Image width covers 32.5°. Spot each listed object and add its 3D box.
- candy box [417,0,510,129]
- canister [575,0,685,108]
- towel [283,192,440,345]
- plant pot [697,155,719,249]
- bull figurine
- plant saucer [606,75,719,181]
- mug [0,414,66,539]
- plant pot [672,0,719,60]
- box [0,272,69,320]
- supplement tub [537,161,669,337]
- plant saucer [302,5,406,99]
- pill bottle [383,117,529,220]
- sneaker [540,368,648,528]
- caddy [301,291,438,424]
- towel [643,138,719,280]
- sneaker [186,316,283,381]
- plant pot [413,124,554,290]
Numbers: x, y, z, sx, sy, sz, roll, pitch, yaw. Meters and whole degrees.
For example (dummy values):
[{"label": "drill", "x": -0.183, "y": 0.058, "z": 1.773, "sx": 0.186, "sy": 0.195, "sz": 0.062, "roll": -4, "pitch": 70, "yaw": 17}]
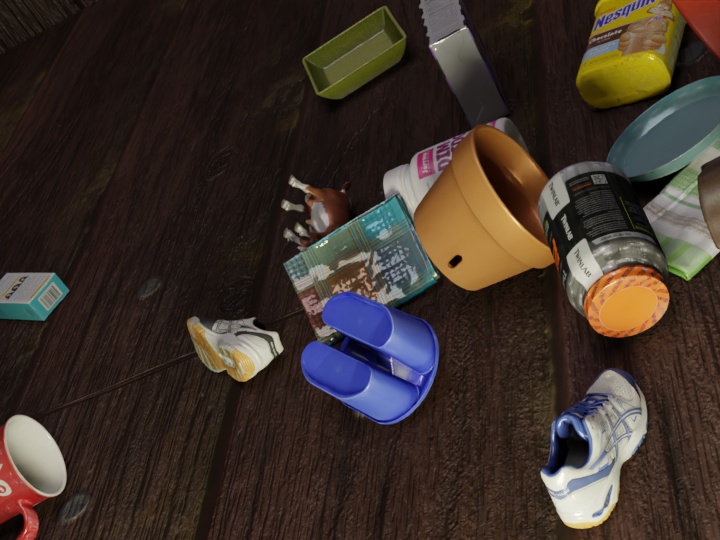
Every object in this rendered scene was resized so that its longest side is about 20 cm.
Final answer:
[{"label": "candy box", "x": 0.165, "y": -0.349, "z": 1.996, "sx": 0.071, "sy": 0.168, "sz": 0.201, "roll": -25, "pitch": 31, "yaw": 12}, {"label": "canister", "x": 0.406, "y": -0.339, "z": 1.828, "sx": 0.147, "sy": 0.087, "sz": 0.201, "roll": -11, "pitch": 40, "yaw": 35}, {"label": "towel", "x": 0.000, "y": 0.000, "z": 1.742, "sx": 0.199, "sy": 0.022, "sz": 0.148, "roll": -30, "pitch": 69, "yaw": 10}, {"label": "plant pot", "x": 0.480, "y": -0.081, "z": 1.310, "sx": 0.197, "sy": 0.200, "sz": 0.201, "roll": -24, "pitch": 31, "yaw": 33}, {"label": "bull figurine", "x": -0.059, "y": -0.084, "z": 1.915, "sx": 0.065, "sy": 0.120, "sz": 0.201, "roll": -60, "pitch": 26, "yaw": 31}, {"label": "plant saucer", "x": 0.415, "y": -0.181, "z": 1.624, "sx": 0.199, "sy": 0.027, "sz": 0.201, "roll": -37, "pitch": 19, "yaw": 15}, {"label": "mug", "x": -0.554, "y": 0.331, "z": 1.810, "sx": 0.199, "sy": 0.134, "sz": 0.178, "roll": -31, "pitch": 29, "yaw": 14}, {"label": "plant pot", "x": 0.554, "y": -0.367, "z": 1.629, "sx": 0.198, "sy": 0.177, "sz": 0.201, "roll": -4, "pitch": 43, "yaw": 41}, {"label": "box", "x": -0.650, "y": 0.050, "z": 2.369, "sx": 0.199, "sy": 0.049, "sz": 0.083, "roll": 0, "pitch": 45, "yaw": 45}, {"label": "supplement tub", "x": 0.288, "y": -0.025, "z": 1.457, "sx": 0.122, "sy": 0.123, "sz": 0.201, "roll": -26, "pitch": 40, "yaw": 14}, {"label": "plant saucer", "x": -0.005, "y": -0.407, "z": 2.364, "sx": 0.199, "sy": 0.048, "sz": 0.200, "roll": -32, "pitch": 31, "yaw": 6}, {"label": "pill bottle", "x": 0.140, "y": -0.133, "z": 1.775, "sx": 0.198, "sy": 0.114, "sz": 0.114, "roll": -21, "pitch": 33, "yaw": 23}, {"label": "sneaker", "x": 0.244, "y": 0.166, "z": 1.287, "sx": 0.075, "sy": 0.088, "sz": 0.201, "roll": -13, "pitch": 36, "yaw": 36}, {"label": "caddy", "x": 0.017, "y": 0.112, "z": 1.574, "sx": 0.199, "sy": 0.104, "sz": 0.143, "roll": 21, "pitch": 85, "yaw": 55}, {"label": "towel", "x": 0.418, "y": -0.081, "z": 1.512, "sx": 0.200, "sy": 0.031, "sz": 0.149, "roll": -43, "pitch": 30, "yaw": -11}, {"label": "sneaker", "x": -0.184, "y": 0.106, "z": 1.827, "sx": 0.087, "sy": 0.076, "sz": 0.199, "roll": -31, "pitch": 30, "yaw": -25}, {"label": "plant pot", "x": 0.164, "y": -0.067, "z": 1.608, "sx": 0.140, "sy": 0.200, "sz": 0.201, "roll": -39, "pitch": 26, "yaw": 28}]
